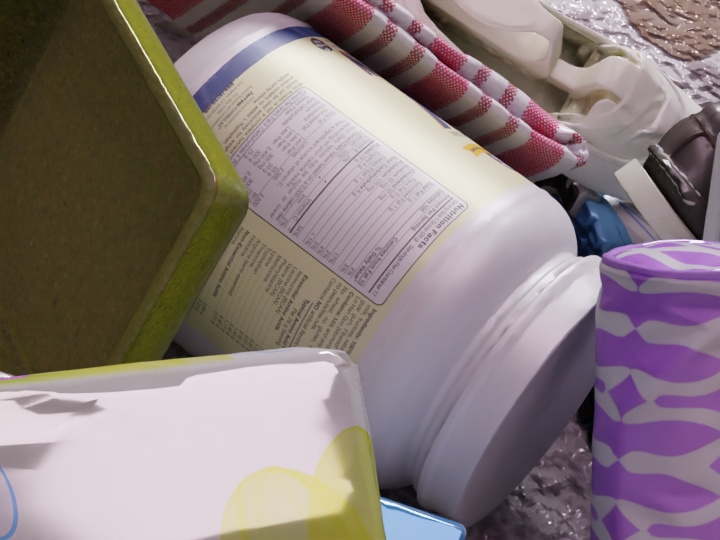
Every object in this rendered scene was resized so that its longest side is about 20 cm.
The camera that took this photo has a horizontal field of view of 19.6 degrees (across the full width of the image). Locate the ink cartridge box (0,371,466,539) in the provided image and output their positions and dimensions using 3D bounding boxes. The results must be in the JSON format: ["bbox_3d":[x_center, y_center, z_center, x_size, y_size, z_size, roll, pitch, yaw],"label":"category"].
[{"bbox_3d":[-0.081,0.132,0.709,0.199,0.084,0.145,19,68,-3],"label":"ink cartridge box"}]

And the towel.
[{"bbox_3d":[0.000,-0.098,0.950,0.199,0.146,0.030,35,74,-16],"label":"towel"}]

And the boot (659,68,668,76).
[{"bbox_3d":[0.057,-0.114,1.095,0.200,0.070,0.131,37,27,30],"label":"boot"}]

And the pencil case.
[{"bbox_3d":[0.131,0.086,0.802,0.085,0.202,0.084,8,15,43],"label":"pencil case"}]

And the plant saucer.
[{"bbox_3d":[-0.119,-0.024,0.823,0.048,0.201,0.200,3,42,-39],"label":"plant saucer"}]

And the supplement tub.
[{"bbox_3d":[0.000,0.000,0.877,0.200,0.146,0.145,36,43,17],"label":"supplement tub"}]

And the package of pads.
[{"bbox_3d":[-0.087,0.108,0.635,0.198,0.068,0.156,-5,73,-11],"label":"package of pads"}]

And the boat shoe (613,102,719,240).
[{"bbox_3d":[0.197,0.010,0.942,0.201,0.061,0.072,45,9,-25],"label":"boat shoe"}]

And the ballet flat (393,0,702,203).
[{"bbox_3d":[0.090,-0.091,0.958,0.199,0.070,0.070,30,40,-8],"label":"ballet flat"}]

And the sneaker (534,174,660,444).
[{"bbox_3d":[0.140,0.019,0.973,0.086,0.075,0.201,9,42,-22],"label":"sneaker"}]

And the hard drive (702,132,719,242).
[{"bbox_3d":[0.202,0.050,0.890,0.131,0.202,0.026,8,1,-15],"label":"hard drive"}]
